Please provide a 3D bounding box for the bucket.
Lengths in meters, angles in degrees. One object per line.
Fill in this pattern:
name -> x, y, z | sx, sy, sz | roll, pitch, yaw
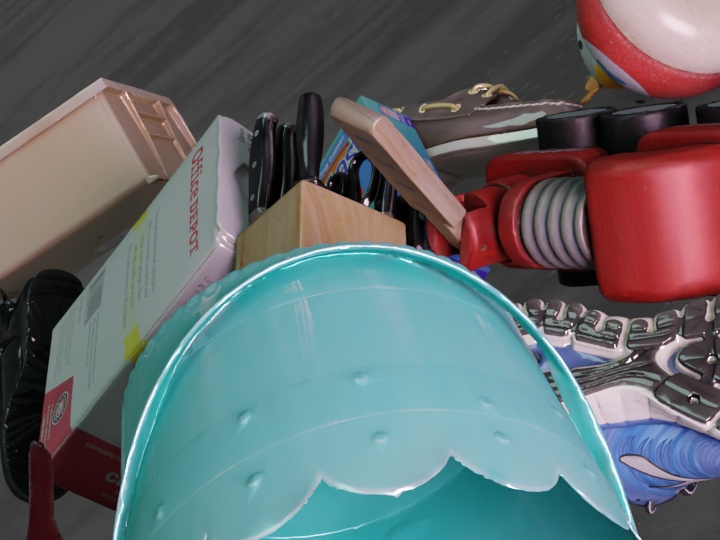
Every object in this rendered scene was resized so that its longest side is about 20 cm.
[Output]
bucket -> 0.000, 0.097, 0.534 | 0.206, 0.207, 0.135 | -35, 41, 14

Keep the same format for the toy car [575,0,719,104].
toy car -> 0.176, -0.148, 0.822 | 0.177, 0.184, 0.200 | -47, -4, -27

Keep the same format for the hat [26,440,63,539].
hat -> -0.210, 0.208, 0.786 | 0.200, 0.176, 0.165 | -52, 28, -14

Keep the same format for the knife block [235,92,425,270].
knife block -> -0.031, 0.000, 0.703 | 0.064, 0.176, 0.200 | -38, -4, 41

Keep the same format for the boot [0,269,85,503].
boot -> -0.276, 0.106, 1.115 | 0.162, 0.073, 0.200 | -34, 52, 50

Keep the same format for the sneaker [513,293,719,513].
sneaker -> 0.149, 0.063, 0.630 | 0.198, 0.089, 0.079 | 4, 54, 29

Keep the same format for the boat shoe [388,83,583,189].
boat shoe -> 0.075, -0.094, 0.929 | 0.199, 0.071, 0.060 | -9, 71, 53

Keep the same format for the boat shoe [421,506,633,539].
boat shoe -> 0.039, 0.155, 0.650 | 0.199, 0.074, 0.061 | -24, 33, 27

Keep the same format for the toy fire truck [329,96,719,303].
toy fire truck -> 0.098, -0.038, 0.677 | 0.199, 0.130, 0.175 | -16, 12, -35

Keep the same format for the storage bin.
storage bin -> -0.248, -0.066, 1.199 | 0.199, 0.094, 0.199 | -33, -3, 9

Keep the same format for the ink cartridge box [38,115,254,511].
ink cartridge box -> -0.108, 0.029, 0.835 | 0.200, 0.083, 0.146 | -49, 26, 24

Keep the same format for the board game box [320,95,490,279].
board game box -> 0.000, 0.000, 0.872 | 0.153, 0.045, 0.200 | -59, 26, 21
